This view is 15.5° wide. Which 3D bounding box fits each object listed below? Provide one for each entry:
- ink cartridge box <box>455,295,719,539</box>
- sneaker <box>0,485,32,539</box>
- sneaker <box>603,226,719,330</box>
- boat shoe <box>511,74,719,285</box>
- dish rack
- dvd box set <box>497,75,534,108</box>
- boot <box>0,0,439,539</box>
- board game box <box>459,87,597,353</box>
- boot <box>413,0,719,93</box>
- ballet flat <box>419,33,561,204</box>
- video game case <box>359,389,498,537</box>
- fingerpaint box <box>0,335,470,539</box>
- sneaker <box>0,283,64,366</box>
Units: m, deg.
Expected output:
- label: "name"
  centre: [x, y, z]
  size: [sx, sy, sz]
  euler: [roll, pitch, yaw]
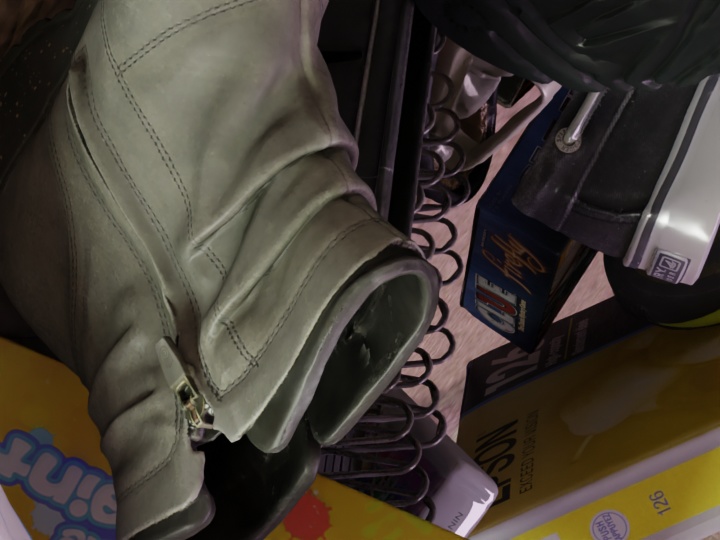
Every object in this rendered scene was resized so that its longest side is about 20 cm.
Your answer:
- label: "ink cartridge box"
  centre: [0.080, 0.059, 0.933]
  size: [0.200, 0.047, 0.198]
  euler: [-24, -167, 12]
- label: "sneaker"
  centre: [-0.092, 0.102, 0.523]
  size: [0.079, 0.200, 0.131]
  euler: [-33, -146, 12]
- label: "sneaker"
  centre: [0.144, -0.071, 0.895]
  size: [0.200, 0.074, 0.081]
  euler: [-56, 150, -4]
- label: "boat shoe"
  centre: [0.099, -0.096, 0.756]
  size: [0.072, 0.068, 0.200]
  euler: [95, 18, -78]
- label: "dish rack"
  centre: [0.000, 0.000, 0.725]
  size: [0.200, 0.054, 0.154]
  euler: [77, 18, -55]
- label: "dvd box set"
  centre: [0.120, -0.162, 0.980]
  size: [0.200, 0.029, 0.146]
  euler: [-44, 167, -37]
- label: "boot"
  centre: [-0.014, -0.037, 0.567]
  size: [0.068, 0.131, 0.200]
  euler: [3, 129, -40]
- label: "board game box"
  centre: [0.104, -0.075, 0.949]
  size: [0.200, 0.035, 0.136]
  euler: [-57, 171, -14]
- label: "boot"
  centre: [0.111, -0.141, 0.632]
  size: [0.200, 0.076, 0.168]
  euler: [-19, -136, 39]
- label: "ballet flat"
  centre: [0.038, -0.085, 0.806]
  size: [0.073, 0.073, 0.200]
  euler: [-45, 165, -33]
- label: "video game case"
  centre: [-0.048, 0.106, 0.876]
  size: [0.182, 0.024, 0.200]
  euler: [-53, -156, 2]
- label: "fingerpaint box"
  centre: [-0.026, 0.114, 0.695]
  size: [0.167, 0.200, 0.073]
  euler: [107, 7, -63]
- label: "sneaker"
  centre: [-0.054, 0.040, 0.746]
  size: [0.200, 0.066, 0.091]
  euler: [24, 61, -79]
